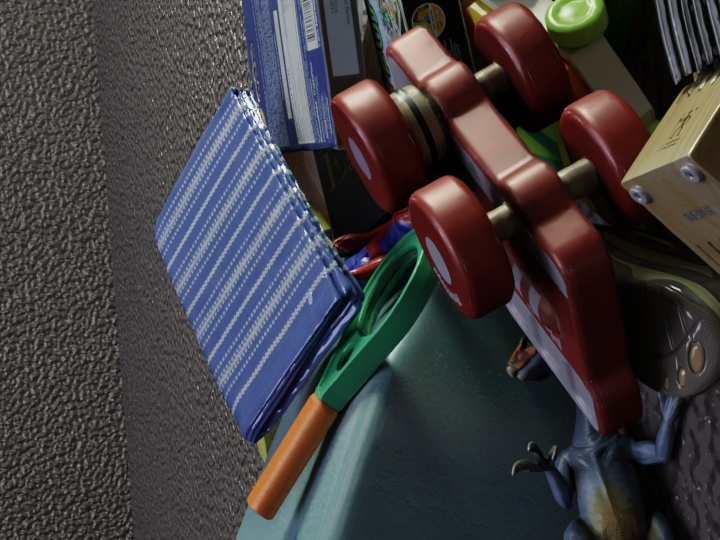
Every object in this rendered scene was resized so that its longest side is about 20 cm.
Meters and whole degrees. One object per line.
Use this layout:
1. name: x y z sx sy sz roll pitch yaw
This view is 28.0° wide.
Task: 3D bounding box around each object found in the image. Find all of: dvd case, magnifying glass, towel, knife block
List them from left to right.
1. towel: -0.074 -0.005 0.960 0.145 0.024 0.201 -55 48 32
2. magnifying glass: -0.009 0.063 0.882 0.201 0.022 0.080 -56 15 4
3. dvd case: 0.008 -0.133 1.002 0.149 0.016 0.202 -42 52 41
4. knife block: 0.207 -0.078 0.647 0.200 0.176 0.064 40 164 -9

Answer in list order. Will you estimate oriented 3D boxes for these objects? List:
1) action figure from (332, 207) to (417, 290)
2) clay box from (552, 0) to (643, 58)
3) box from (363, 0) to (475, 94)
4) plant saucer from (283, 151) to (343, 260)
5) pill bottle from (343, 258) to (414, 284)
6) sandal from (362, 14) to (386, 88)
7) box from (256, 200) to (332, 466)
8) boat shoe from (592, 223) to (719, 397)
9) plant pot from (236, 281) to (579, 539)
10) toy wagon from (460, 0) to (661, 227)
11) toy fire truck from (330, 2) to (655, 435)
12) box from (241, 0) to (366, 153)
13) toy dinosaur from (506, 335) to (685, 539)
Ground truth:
1. action figure: 0.000 0.000 0.954 0.199 0.052 0.066 -40 12 24
2. clay box: 0.118 -0.234 0.873 0.116 0.047 0.201 105 152 -44
3. box: 0.024 -0.175 0.842 0.110 0.034 0.203 -128 21 -70
4. plant saucer: 0.005 -0.089 1.150 0.198 0.037 0.203 18 123 30
5. pill bottle: 0.038 0.023 1.084 0.113 0.111 0.202 -118 28 -49
6. sandal: 0.004 -0.219 0.933 0.078 0.069 0.215 -26 -52 -81
7. box: -0.051 0.054 1.062 0.050 0.074 0.202 -124 23 -56
8. boat shoe: 0.154 0.016 0.793 0.200 0.072 0.076 -143 47 -59
9. plant pot: 0.054 0.118 0.954 0.196 0.193 0.203 176 110 -72
10. toy wagon: 0.124 -0.088 0.795 0.200 0.039 0.156 47 168 43
11. toy fire truck: 0.075 -0.027 0.745 0.201 0.111 0.169 54 169 40
12. box: -0.039 -0.142 0.975 0.200 0.032 0.123 -169 71 -71
13. toy dinosaur: 0.132 0.133 0.857 0.183 0.103 0.202 -102 12 -49
